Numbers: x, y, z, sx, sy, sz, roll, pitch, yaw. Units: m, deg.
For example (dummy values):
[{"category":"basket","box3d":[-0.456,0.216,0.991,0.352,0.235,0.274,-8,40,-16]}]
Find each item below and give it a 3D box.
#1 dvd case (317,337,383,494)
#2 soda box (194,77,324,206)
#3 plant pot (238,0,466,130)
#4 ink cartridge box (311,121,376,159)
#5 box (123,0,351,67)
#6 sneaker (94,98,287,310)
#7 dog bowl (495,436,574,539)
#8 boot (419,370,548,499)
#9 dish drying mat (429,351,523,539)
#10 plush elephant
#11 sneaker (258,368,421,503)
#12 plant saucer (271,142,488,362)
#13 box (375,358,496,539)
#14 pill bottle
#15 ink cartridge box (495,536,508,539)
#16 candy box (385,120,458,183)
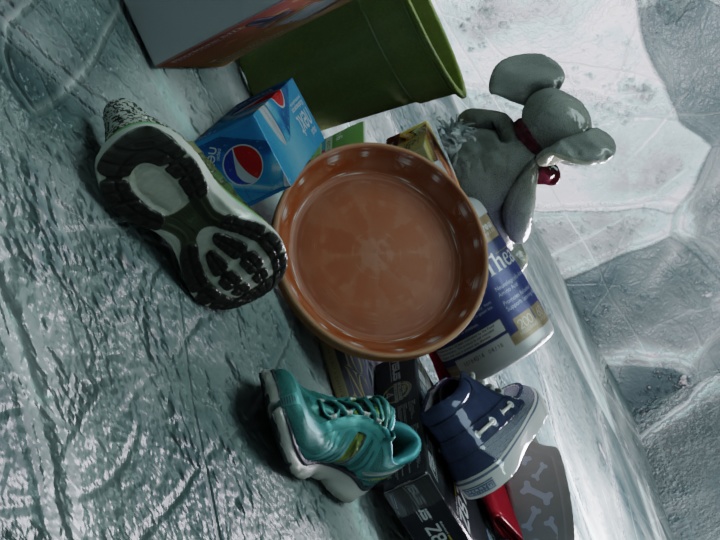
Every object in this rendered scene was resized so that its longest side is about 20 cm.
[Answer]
[{"category":"dvd case","box3d":[0.006,0.114,1.200,0.149,0.016,0.201,40,28,-62]},{"category":"soda box","box3d":[-0.086,-0.111,1.135,0.068,0.064,0.200,63,13,-12]},{"category":"plant pot","box3d":[-0.018,-0.226,1.330,0.201,0.189,0.200,59,14,-24]},{"category":"ink cartridge box","box3d":[0.001,-0.100,1.469,0.200,0.059,0.104,59,14,-26]},{"category":"box","box3d":[-0.105,-0.253,1.117,0.107,0.152,0.200,65,14,-4]},{"category":"sneaker","box3d":[-0.115,-0.051,0.906,0.200,0.077,0.089,55,8,-46]},{"category":"dog bowl","box3d":[0.156,0.229,1.337,0.200,0.058,0.201,172,-90,-79]},{"category":"boot","box3d":[0.111,0.122,1.175,0.091,0.073,0.200,59,20,-6]},{"category":"dish drying mat","box3d":[0.109,0.165,1.252,0.077,0.018,0.201,51,17,-49]},{"category":"plush elephant","box3d":[0.169,-0.122,1.310,0.200,0.154,0.165,56,14,-60]},{"category":"sneaker","box3d":[-0.016,0.113,0.974,0.200,0.079,0.078,41,27,-59]},{"category":"plant saucer","box3d":[0.016,-0.016,1.152,0.201,0.199,0.032,69,-24,13]},{"category":"box","box3d":[0.069,0.189,1.177,0.162,0.049,0.200,58,13,-24]},{"category":"pill bottle","box3d":[0.091,0.000,1.253,0.201,0.111,0.111,59,13,-1]},{"category":"ink cartridge box","box3d":[0.159,0.358,1.251,0.200,0.068,0.115,54,17,-42]},{"category":"candy box","box3d":[0.090,-0.047,1.370,0.201,0.055,0.116,63,14,-15]}]
